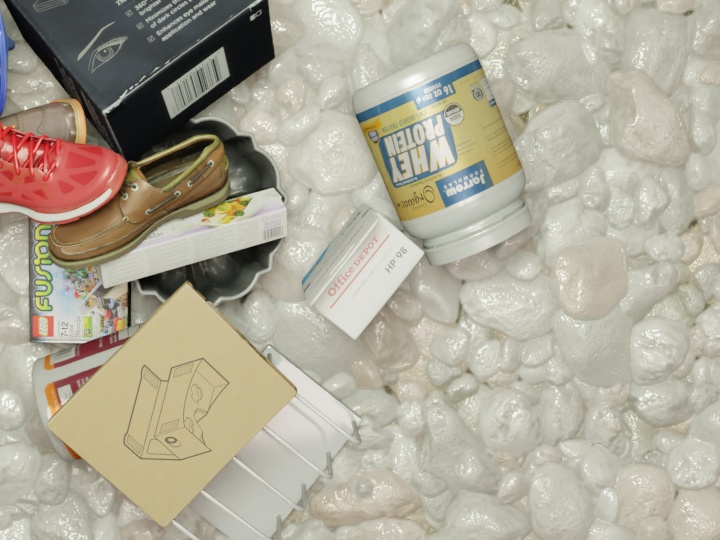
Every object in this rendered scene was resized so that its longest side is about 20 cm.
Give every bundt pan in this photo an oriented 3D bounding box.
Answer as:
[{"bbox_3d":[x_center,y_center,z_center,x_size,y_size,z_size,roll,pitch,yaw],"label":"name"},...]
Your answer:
[{"bbox_3d":[-0.180,-0.062,1.220,0.199,0.076,0.205,-2,95,-20],"label":"bundt pan"}]

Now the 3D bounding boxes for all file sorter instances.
[{"bbox_3d":[-0.109,0.211,1.250,0.138,0.125,0.201,38,93,-7],"label":"file sorter"}]

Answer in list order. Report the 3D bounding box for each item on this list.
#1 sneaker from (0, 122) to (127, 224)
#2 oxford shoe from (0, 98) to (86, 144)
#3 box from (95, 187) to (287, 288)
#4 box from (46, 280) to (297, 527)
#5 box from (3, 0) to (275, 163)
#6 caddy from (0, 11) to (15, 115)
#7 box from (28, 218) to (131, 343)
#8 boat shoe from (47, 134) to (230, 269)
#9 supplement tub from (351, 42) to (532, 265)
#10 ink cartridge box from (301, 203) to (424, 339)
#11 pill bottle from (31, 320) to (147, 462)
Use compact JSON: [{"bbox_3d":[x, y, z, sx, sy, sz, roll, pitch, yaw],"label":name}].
[{"bbox_3d":[-0.324,-0.105,1.069,0.197,0.116,0.079,-5,57,21],"label":"sneaker"},{"bbox_3d":[-0.346,-0.125,1.159,0.072,0.199,0.072,-8,84,-46],"label":"oxford shoe"},{"bbox_3d":[-0.170,-0.034,1.159,0.198,0.039,0.042,-18,135,-18],"label":"box"},{"bbox_3d":[-0.186,0.137,1.153,0.200,0.021,0.164,-44,106,3],"label":"box"},{"bbox_3d":[-0.220,-0.252,1.139,0.196,0.118,0.200,-38,74,-13],"label":"box"},{"bbox_3d":[-0.398,-0.221,1.140,0.104,0.199,0.144,-9,102,-28],"label":"caddy"},{"bbox_3d":[-0.305,-0.022,1.252,0.108,0.035,0.203,0,97,-5],"label":"box"},{"bbox_3d":[-0.219,-0.075,1.117,0.199,0.068,0.072,-32,56,-25],"label":"boat shoe"},{"bbox_3d":[0.089,-0.122,1.215,0.143,0.145,0.202,-24,97,-1],"label":"supplement tub"},{"bbox_3d":[0.000,0.000,1.195,0.066,0.200,0.116,38,93,-8],"label":"ink cartridge box"},{"bbox_3d":[-0.233,0.116,1.212,0.198,0.114,0.116,-19,98,-4],"label":"pill bottle"}]
